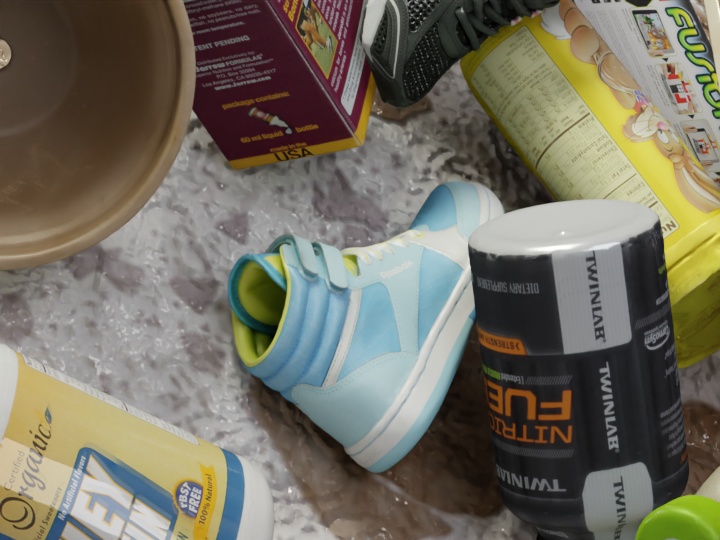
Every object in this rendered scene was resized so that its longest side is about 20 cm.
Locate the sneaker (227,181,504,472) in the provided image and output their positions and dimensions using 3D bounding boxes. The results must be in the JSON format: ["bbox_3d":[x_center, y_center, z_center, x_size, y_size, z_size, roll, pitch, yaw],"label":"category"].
[{"bbox_3d":[0.000,0.000,1.615,0.130,0.080,0.200,34,47,-13],"label":"sneaker"}]

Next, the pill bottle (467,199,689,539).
[{"bbox_3d":[0.121,0.070,1.592,0.106,0.106,0.201,-21,108,-41],"label":"pill bottle"}]

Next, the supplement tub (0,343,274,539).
[{"bbox_3d":[-0.157,0.119,1.383,0.200,0.145,0.145,26,50,-18],"label":"supplement tub"}]

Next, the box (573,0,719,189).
[{"bbox_3d":[0.186,-0.098,1.836,0.110,0.035,0.200,-7,66,-37],"label":"box"}]

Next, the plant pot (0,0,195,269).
[{"bbox_3d":[-0.188,-0.106,1.517,0.200,0.093,0.202,-2,100,-9],"label":"plant pot"}]

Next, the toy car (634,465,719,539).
[{"bbox_3d":[0.248,0.203,1.557,0.200,0.158,0.164,34,28,24],"label":"toy car"}]

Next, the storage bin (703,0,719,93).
[{"bbox_3d":[0.299,-0.079,1.685,0.198,0.094,0.200,28,45,-42],"label":"storage bin"}]

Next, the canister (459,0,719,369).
[{"bbox_3d":[0.150,-0.054,1.701,0.200,0.086,0.149,54,2,19],"label":"canister"}]

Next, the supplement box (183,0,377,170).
[{"bbox_3d":[-0.067,-0.163,1.605,0.200,0.085,0.111,56,34,-42],"label":"supplement box"}]

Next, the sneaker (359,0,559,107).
[{"bbox_3d":[0.082,-0.171,1.637,0.086,0.080,0.200,30,78,33],"label":"sneaker"}]
